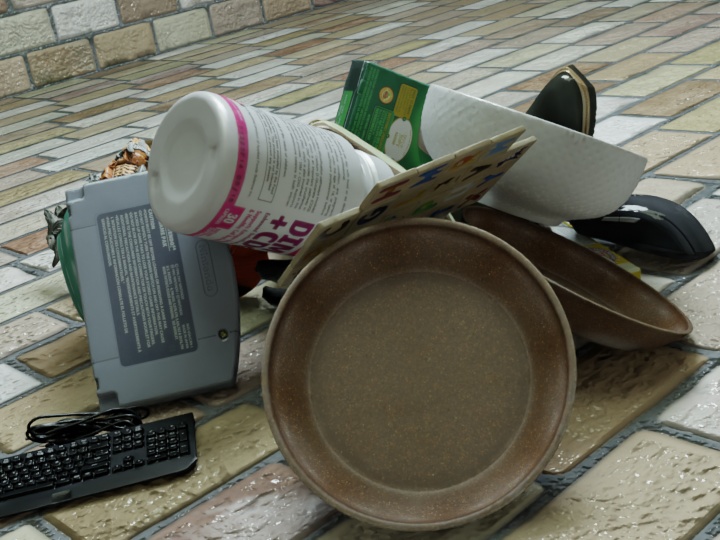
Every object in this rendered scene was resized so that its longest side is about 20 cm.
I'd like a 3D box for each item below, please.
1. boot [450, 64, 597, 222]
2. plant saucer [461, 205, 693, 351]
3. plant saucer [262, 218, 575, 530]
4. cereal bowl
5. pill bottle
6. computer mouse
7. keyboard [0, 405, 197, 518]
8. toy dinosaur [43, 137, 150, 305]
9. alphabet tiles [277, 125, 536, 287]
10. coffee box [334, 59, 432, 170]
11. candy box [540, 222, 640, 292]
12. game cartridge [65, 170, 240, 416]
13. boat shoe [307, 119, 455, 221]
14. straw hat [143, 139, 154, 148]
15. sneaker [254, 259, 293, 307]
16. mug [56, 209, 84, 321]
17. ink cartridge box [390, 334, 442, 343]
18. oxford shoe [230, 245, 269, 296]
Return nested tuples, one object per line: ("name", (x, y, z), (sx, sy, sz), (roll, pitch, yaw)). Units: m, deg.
("boot", (0.144, -0.107, 1.053), (0.137, 0.201, 0.078), (-16, 54, -29))
("plant saucer", (0.162, 0.011, 0.827), (0.199, 0.037, 0.201), (24, 15, -7))
("plant saucer", (0.037, 0.066, 0.681), (0.198, 0.203, 0.037), (-9, -21, 5))
("cereal bowl", (0.142, -0.093, 0.920), (0.198, 0.084, 0.200), (18, 9, -3))
("pill bottle", (-0.068, -0.072, 0.890), (0.199, 0.115, 0.113), (11, 1, -43))
("computer mouse", (0.222, -0.051, 0.984), (0.199, 0.047, 0.140), (20, 21, 39))
("keyboard", (-0.224, 0.135, 0.792), (0.198, 0.040, 0.104), (-12, 21, -7))
("toy dinosaur", (-0.287, -0.054, 1.170), (0.135, 0.102, 0.201), (-26, 23, 46))
("alphabet tiles", (0.035, -0.044, 0.775), (0.199, 0.006, 0.166), (-24, -13, -30))
("coffee box", (0.065, -0.134, 1.127), (0.198, 0.124, 0.044), (14, 5, -28))
("candy box", (0.173, -0.012, 1.001), (0.101, 0.027, 0.200), (-10, 20, -11))
("game cartridge", (-0.172, 0.013, 0.903), (0.132, 0.202, 0.042), (-11, -16, -9))
("boat shoe", (0.026, -0.082, 1.046), (0.072, 0.200, 0.076), (-42, 13, 19))
("straw hat", (-0.193, -0.072, 1.248), (0.200, 0.201, 0.086), (9, 70, 41))
("sneaker", (0.001, 0.003, 0.999), (0.198, 0.061, 0.104), (-15, 25, -2))
("mug", (-0.217, -0.004, 0.991), (0.113, 0.154, 0.185), (-16, 19, -6))
("ink cartridge box", (0.030, 0.051, 0.822), (0.144, 0.086, 0.200), (-9, 19, 4))
("oxford shoe", (-0.107, -0.060, 1.028), (0.071, 0.200, 0.073), (2, 48, -41))
